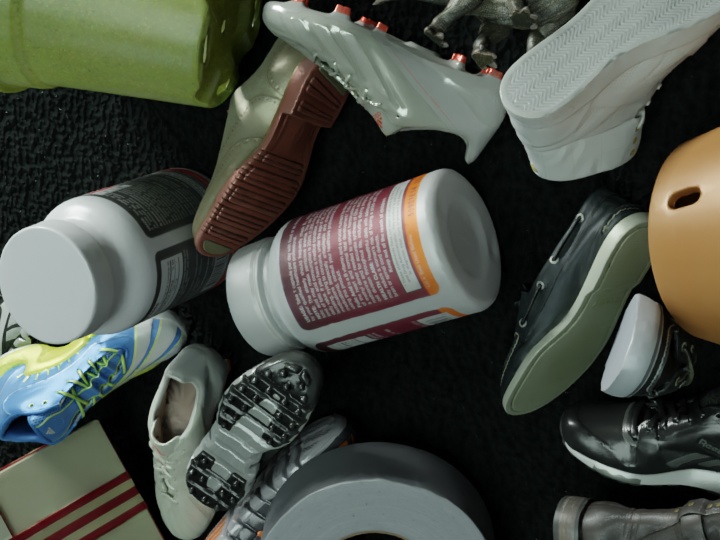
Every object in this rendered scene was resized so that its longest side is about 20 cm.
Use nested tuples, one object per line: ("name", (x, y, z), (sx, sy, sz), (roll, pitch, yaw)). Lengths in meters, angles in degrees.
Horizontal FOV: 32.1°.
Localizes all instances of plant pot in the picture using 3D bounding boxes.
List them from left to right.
("plant pot", (-0.184, -0.216, 0.998), (0.184, 0.200, 0.200), (17, 112, 10))
("plant pot", (0.283, -0.025, 0.813), (0.140, 0.200, 0.200), (-4, 103, 46))

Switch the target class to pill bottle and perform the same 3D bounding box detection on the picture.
("pill bottle", (-0.197, -0.013, 1.041), (0.116, 0.200, 0.116), (7, 107, 25))
("pill bottle", (0.000, 0.000, 0.995), (0.200, 0.114, 0.114), (-17, 96, 29))

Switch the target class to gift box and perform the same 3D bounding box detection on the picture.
("gift box", (-0.316, 0.273, 1.176), (0.200, 0.187, 0.185), (-37, 84, 48))

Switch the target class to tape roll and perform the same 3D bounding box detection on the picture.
("tape roll", (0.014, 0.247, 1.045), (0.200, 0.066, 0.200), (1, 110, 3))

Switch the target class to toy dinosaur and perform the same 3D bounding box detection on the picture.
("toy dinosaur", (0.107, -0.199, 0.909), (0.200, 0.102, 0.077), (-1, 141, 39))

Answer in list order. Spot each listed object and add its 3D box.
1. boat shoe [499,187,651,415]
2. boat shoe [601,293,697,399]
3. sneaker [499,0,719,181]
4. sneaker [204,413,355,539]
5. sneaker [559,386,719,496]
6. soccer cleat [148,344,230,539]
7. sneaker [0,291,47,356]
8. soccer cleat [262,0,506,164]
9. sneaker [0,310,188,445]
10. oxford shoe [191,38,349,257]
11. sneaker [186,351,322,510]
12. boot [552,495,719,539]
("boat shoe", (0.153, 0.022, 0.954), (0.066, 0.074, 0.199), (54, 134, 37))
("boat shoe", (0.204, 0.056, 0.867), (0.057, 0.200, 0.069), (21, 94, 11))
("sneaker", (0.193, -0.144, 0.885), (0.200, 0.116, 0.074), (-33, 58, 0))
("sneaker", (-0.047, 0.222, 1.115), (0.112, 0.078, 0.200), (39, 110, -8))
("sneaker", (0.248, 0.111, 0.916), (0.200, 0.076, 0.088), (11, 128, 15))
("soccer cleat", (-0.164, 0.162, 1.137), (0.069, 0.078, 0.200), (17, 113, 21))
("sneaker", (-0.330, 0.040, 1.202), (0.090, 0.066, 0.200), (38, 120, 10))
("soccer cleat", (0.014, -0.146, 0.946), (0.200, 0.069, 0.078), (22, 98, -2))
("sneaker", (-0.247, 0.106, 1.135), (0.200, 0.105, 0.076), (-20, 135, 13))
("oxford shoe", (-0.083, -0.104, 1.027), (0.074, 0.071, 0.200), (39, 98, 35))
("sneaker", (-0.080, 0.116, 1.044), (0.066, 0.091, 0.200), (36, 132, 0))
("boot", (0.246, 0.241, 0.933), (0.174, 0.069, 0.200), (-5, 123, 33))
